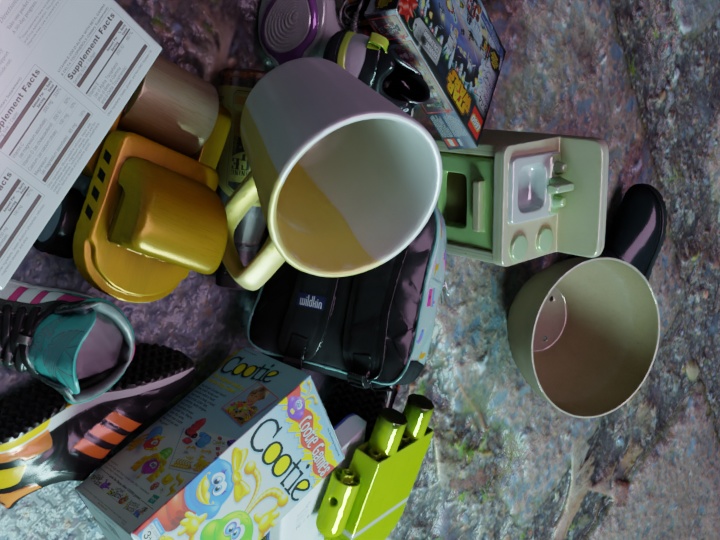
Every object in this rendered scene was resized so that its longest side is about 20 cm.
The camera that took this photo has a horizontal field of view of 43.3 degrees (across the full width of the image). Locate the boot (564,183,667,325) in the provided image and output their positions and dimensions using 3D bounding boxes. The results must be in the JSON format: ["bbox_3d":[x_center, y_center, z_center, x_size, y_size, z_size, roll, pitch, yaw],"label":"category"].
[{"bbox_3d":[0.358,-0.023,1.293,0.167,0.076,0.203,-5,109,-46],"label":"boot"}]

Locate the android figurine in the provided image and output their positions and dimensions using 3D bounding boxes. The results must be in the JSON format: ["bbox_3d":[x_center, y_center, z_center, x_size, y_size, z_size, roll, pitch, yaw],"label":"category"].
[{"bbox_3d":[0.017,0.230,0.963,0.181,0.041,0.203,-16,130,-57],"label":"android figurine"}]

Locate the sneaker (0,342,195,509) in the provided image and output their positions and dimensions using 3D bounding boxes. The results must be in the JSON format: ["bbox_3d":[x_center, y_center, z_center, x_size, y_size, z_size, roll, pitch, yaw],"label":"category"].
[{"bbox_3d":[-0.233,0.133,0.788,0.198,0.070,0.091,-21,125,-36],"label":"sneaker"}]

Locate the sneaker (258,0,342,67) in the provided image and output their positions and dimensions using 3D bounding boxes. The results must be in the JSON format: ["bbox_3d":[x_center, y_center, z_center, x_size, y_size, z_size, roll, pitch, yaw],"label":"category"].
[{"bbox_3d":[-0.046,-0.205,0.891,0.099,0.074,0.203,-32,120,-61],"label":"sneaker"}]

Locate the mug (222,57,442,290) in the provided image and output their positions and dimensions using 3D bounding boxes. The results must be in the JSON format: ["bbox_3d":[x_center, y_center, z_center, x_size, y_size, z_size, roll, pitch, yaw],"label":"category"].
[{"bbox_3d":[-0.047,-0.093,0.752,0.184,0.154,0.151,-23,135,-12],"label":"mug"}]

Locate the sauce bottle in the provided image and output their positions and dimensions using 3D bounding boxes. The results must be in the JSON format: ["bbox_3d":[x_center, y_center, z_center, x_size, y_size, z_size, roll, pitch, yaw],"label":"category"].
[{"bbox_3d":[-0.107,-0.085,0.850,0.065,0.066,0.204,-5,102,-42],"label":"sauce bottle"}]

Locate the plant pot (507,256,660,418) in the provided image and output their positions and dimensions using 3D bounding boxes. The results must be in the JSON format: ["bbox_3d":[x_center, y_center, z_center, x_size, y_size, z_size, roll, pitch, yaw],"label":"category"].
[{"bbox_3d":[0.268,0.074,1.178,0.197,0.134,0.204,-4,100,-23],"label":"plant pot"}]

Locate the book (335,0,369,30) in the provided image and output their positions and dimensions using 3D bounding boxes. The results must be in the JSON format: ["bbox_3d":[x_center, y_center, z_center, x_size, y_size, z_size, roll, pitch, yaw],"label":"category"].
[{"bbox_3d":[0.023,-0.270,0.944,0.133,0.048,0.202,-38,124,-33],"label":"book"}]

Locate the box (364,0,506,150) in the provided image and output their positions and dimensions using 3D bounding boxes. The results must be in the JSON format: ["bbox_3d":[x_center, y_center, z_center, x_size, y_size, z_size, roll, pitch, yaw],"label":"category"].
[{"bbox_3d":[0.083,-0.240,0.923,0.200,0.039,0.139,48,53,-45],"label":"box"}]

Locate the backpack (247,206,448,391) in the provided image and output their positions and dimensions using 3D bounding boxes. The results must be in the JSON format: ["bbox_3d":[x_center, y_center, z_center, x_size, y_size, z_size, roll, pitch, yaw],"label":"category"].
[{"bbox_3d":[0.000,0.000,0.889,0.153,0.173,0.203,3,100,-73],"label":"backpack"}]

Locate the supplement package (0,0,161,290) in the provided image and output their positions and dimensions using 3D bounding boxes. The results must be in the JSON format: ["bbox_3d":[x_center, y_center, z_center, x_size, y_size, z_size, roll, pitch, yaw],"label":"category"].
[{"bbox_3d":[-0.265,-0.114,0.630,0.111,0.155,0.202,43,71,-42],"label":"supplement package"}]

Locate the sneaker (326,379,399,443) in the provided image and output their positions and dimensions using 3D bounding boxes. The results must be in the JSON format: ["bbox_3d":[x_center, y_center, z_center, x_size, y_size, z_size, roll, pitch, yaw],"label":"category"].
[{"bbox_3d":[0.027,0.110,1.010,0.090,0.069,0.203,8,100,-59],"label":"sneaker"}]

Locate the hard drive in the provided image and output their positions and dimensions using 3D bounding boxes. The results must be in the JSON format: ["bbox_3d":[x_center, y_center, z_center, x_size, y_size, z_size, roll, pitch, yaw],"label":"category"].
[{"bbox_3d":[-0.049,0.260,0.950,0.132,0.025,0.202,-37,145,-42],"label":"hard drive"}]

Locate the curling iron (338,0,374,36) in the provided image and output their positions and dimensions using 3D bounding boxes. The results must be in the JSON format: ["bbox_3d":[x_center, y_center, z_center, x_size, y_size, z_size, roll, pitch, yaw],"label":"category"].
[{"bbox_3d":[0.047,-0.256,0.923,0.199,0.025,0.050,-11,121,-51],"label":"curling iron"}]

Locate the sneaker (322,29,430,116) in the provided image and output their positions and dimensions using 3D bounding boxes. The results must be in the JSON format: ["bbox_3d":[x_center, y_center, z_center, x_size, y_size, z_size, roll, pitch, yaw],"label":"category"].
[{"bbox_3d":[0.029,-0.153,0.871,0.200,0.082,0.073,50,50,-59],"label":"sneaker"}]

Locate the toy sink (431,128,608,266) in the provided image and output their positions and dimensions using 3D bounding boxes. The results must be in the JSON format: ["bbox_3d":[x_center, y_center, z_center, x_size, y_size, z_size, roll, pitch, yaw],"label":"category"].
[{"bbox_3d":[0.159,-0.083,1.009,0.111,0.198,0.133,-15,110,-40],"label":"toy sink"}]

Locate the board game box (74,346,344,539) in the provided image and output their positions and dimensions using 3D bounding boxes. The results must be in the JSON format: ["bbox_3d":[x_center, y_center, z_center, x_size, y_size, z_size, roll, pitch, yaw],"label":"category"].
[{"bbox_3d":[-0.127,0.178,0.799,0.199,0.104,0.104,-39,125,-29],"label":"board game box"}]

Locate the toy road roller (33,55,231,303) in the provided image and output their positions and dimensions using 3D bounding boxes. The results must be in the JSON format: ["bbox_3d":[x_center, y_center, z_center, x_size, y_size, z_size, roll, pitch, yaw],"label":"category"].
[{"bbox_3d":[-0.166,-0.074,0.740,0.122,0.145,0.203,21,85,-44],"label":"toy road roller"}]

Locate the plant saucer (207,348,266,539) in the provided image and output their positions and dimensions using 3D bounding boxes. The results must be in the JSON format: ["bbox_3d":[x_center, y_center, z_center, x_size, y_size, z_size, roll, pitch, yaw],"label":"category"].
[{"bbox_3d":[-0.143,0.206,0.895,0.200,0.048,0.201,-48,128,-24],"label":"plant saucer"}]

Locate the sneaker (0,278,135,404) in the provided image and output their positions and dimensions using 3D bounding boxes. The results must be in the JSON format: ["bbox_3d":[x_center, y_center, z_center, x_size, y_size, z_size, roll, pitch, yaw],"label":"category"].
[{"bbox_3d":[-0.258,0.053,0.700,0.198,0.120,0.085,7,95,-43],"label":"sneaker"}]
